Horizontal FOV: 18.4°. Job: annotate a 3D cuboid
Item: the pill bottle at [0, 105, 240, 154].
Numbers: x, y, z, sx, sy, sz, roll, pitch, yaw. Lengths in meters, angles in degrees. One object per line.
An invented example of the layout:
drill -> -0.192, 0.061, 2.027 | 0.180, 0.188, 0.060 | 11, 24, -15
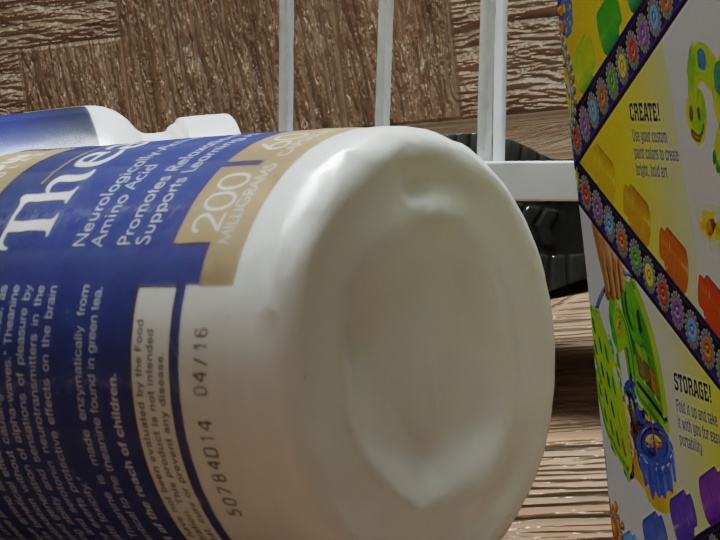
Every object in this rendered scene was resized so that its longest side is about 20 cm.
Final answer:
pill bottle -> -0.147, -0.009, 0.944 | 0.200, 0.116, 0.116 | -7, 6, -13

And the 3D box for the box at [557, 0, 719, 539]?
box -> 0.153, -0.027, 0.426 | 0.200, 0.193, 0.122 | -7, 6, -11

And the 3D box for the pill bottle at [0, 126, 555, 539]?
pill bottle -> -0.059, 0.022, 0.575 | 0.200, 0.111, 0.111 | -1, 8, 40

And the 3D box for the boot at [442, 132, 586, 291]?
boot -> 0.066, -0.022, 1.100 | 0.200, 0.078, 0.138 | 5, -3, -21

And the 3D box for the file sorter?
file sorter -> 0.082, -0.085, 0.784 | 0.200, 0.125, 0.139 | 2, 2, 42
